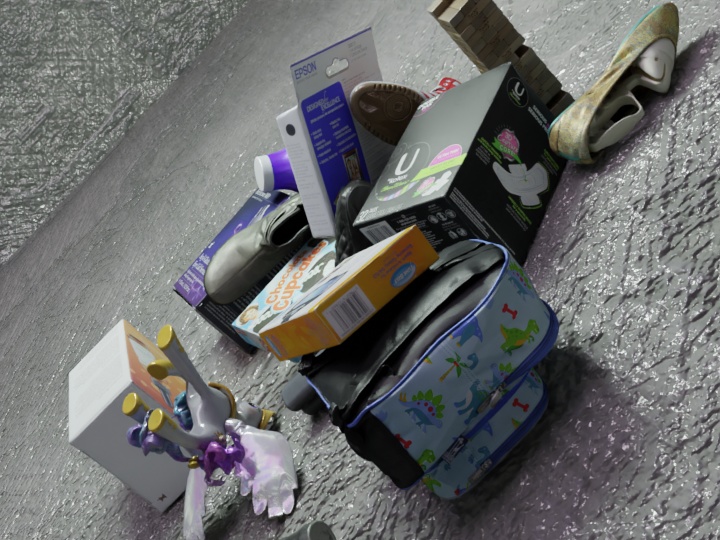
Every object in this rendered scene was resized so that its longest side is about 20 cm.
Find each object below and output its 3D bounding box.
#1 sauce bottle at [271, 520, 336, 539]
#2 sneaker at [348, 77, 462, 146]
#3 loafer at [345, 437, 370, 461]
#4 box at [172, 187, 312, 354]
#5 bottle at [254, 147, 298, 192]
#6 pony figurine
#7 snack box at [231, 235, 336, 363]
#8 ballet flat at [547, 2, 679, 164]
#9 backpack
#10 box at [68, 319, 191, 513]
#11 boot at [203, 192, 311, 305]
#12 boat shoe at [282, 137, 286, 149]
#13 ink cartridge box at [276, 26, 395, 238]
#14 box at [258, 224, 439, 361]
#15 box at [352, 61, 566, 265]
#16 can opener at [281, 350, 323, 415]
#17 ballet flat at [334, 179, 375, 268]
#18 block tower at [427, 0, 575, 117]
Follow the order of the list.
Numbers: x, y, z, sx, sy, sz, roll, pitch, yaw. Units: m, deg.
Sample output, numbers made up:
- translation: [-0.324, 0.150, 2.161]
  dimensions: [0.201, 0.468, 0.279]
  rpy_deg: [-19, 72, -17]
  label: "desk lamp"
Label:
- translation: [-0.104, 0.290, 1.025]
  dimensions: [0.199, 0.066, 0.066]
  rpy_deg: [-32, 27, 26]
  label: "sauce bottle"
- translation: [0.070, -0.195, 1.327]
  dimensions: [0.113, 0.199, 0.072]
  rpy_deg: [-113, 41, -57]
  label: "sneaker"
- translation: [0.042, 0.094, 1.072]
  dimensions: [0.070, 0.068, 0.201]
  rpy_deg: [-34, 21, 49]
  label: "loafer"
- translation: [-0.142, -0.006, 1.502]
  dimensions: [0.200, 0.104, 0.148]
  rpy_deg: [-50, 23, -7]
  label: "box"
- translation: [-0.041, -0.145, 1.469]
  dimensions: [0.198, 0.066, 0.083]
  rpy_deg: [-11, 14, -17]
  label: "bottle"
- translation: [-0.158, 0.180, 1.172]
  dimensions: [0.166, 0.200, 0.194]
  rpy_deg: [-25, 46, 27]
  label: "pony figurine"
- translation: [-0.050, 0.014, 1.289]
  dimensions: [0.200, 0.037, 0.116]
  rpy_deg: [-49, 32, -19]
  label: "snack box"
- translation: [0.278, -0.188, 1.137]
  dimensions: [0.200, 0.071, 0.071]
  rpy_deg: [-48, 23, -3]
  label: "ballet flat"
- translation: [0.074, 0.080, 0.941]
  dimensions: [0.200, 0.147, 0.183]
  rpy_deg: [-45, 18, -3]
  label: "backpack"
- translation: [-0.273, 0.177, 1.374]
  dimensions: [0.106, 0.152, 0.200]
  rpy_deg: [-44, 24, 3]
  label: "box"
- translation: [-0.114, -0.037, 1.355]
  dimensions: [0.200, 0.068, 0.131]
  rpy_deg: [-43, 6, -7]
  label: "boot"
- translation: [-0.026, -0.130, 1.387]
  dimensions: [0.070, 0.201, 0.072]
  rpy_deg: [28, 76, 41]
  label: "boat shoe"
- translation: [-0.021, -0.165, 1.293]
  dimensions: [0.043, 0.201, 0.198]
  rpy_deg: [-4, 20, 31]
  label: "ink cartridge box"
- translation: [-0.019, 0.026, 0.982]
  dimensions: [0.119, 0.042, 0.200]
  rpy_deg: [-40, 4, -21]
  label: "box"
- translation: [0.113, -0.095, 1.183]
  dimensions: [0.148, 0.124, 0.201]
  rpy_deg: [-15, 38, 49]
  label: "box"
- translation: [-0.014, 0.069, 1.186]
  dimensions: [0.200, 0.053, 0.067]
  rpy_deg: [-45, 52, 20]
  label: "can opener"
- translation: [0.000, 0.000, 1.223]
  dimensions: [0.057, 0.066, 0.202]
  rpy_deg: [-139, 53, -86]
  label: "ballet flat"
- translation: [0.162, -0.232, 1.218]
  dimensions: [0.054, 0.200, 0.058]
  rpy_deg: [-46, 23, 2]
  label: "block tower"
